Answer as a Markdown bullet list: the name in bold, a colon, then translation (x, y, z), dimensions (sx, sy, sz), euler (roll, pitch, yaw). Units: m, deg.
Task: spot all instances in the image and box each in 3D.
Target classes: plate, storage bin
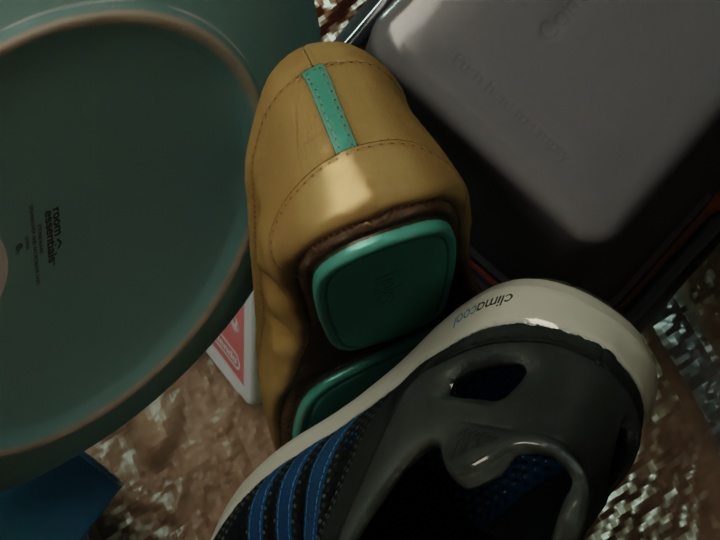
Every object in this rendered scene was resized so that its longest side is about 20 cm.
- **plate**: translation (-0.085, -0.012, 0.703), dimensions (0.200, 0.200, 0.026), euler (-47, 53, -1)
- **storage bin**: translation (0.088, -0.076, 0.739), dimensions (0.145, 0.134, 0.200), euler (42, 88, 4)

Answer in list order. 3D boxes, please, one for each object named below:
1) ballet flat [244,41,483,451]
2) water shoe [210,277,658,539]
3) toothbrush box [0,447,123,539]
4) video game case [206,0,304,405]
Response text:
- **ballet flat**: translation (0.000, 0.000, 0.733), dimensions (0.068, 0.200, 0.063), euler (-19, 69, -10)
- **water shoe**: translation (0.001, 0.079, 0.707), dimensions (0.200, 0.071, 0.079), euler (-53, 6, 42)
- **toothbrush box**: translation (-0.186, 0.100, 0.821), dimensions (0.200, 0.085, 0.146), euler (-53, 32, -7)
- **video game case**: translation (-0.060, -0.075, 0.814), dimensions (0.017, 0.201, 0.143), euler (-21, 48, -24)
